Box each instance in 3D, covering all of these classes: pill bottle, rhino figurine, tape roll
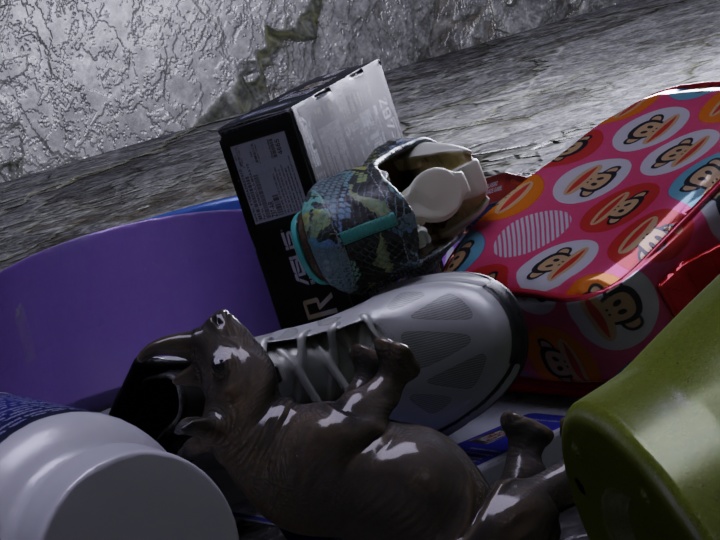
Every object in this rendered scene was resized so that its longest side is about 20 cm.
[{"bbox_3d":[-0.140,0.116,0.897,0.115,0.117,0.199,-20,12,-31],"label":"pill bottle"},{"bbox_3d":[-0.003,0.073,0.859,0.198,0.088,0.060,23,-14,4],"label":"rhino figurine"},{"bbox_3d":[-0.110,0.042,1.126,0.198,0.086,0.200,-13,-16,-4],"label":"tape roll"}]

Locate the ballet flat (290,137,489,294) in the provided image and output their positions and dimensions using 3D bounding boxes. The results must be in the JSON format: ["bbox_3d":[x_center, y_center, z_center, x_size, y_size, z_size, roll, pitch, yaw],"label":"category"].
[{"bbox_3d":[0.030,-0.032,1.021,0.074,0.075,0.200,-10,11,19],"label":"ballet flat"}]

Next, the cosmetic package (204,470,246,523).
[{"bbox_3d":[-0.141,0.120,1.053,0.198,0.051,0.083,-15,10,-8],"label":"cosmetic package"}]

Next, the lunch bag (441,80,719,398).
[{"bbox_3d":[0.151,-0.019,1.014,0.200,0.082,0.176,-40,20,-25],"label":"lunch bag"}]

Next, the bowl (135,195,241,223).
[{"bbox_3d":[-0.060,-0.018,1.260,0.198,0.040,0.201,-10,-6,-1],"label":"bowl"}]

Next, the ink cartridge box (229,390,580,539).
[{"bbox_3d":[0.038,0.101,0.965,0.199,0.040,0.099,-19,12,-33],"label":"ink cartridge box"}]

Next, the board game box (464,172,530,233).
[{"bbox_3d":[0.147,-0.023,1.235,0.198,0.020,0.103,12,-13,-24],"label":"board game box"}]

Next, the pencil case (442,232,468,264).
[{"bbox_3d":[0.116,0.017,1.184,0.199,0.084,0.086,-6,41,41],"label":"pencil case"}]

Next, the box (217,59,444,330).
[{"bbox_3d":[0.000,0.000,1.085,0.043,0.202,0.160,-15,10,20],"label":"box"}]

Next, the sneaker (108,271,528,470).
[{"bbox_3d":[-0.027,0.057,0.924,0.199,0.076,0.115,-19,-5,27],"label":"sneaker"}]

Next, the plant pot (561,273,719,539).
[{"bbox_3d":[0.176,0.058,0.666,0.192,0.202,0.200,-28,13,-10],"label":"plant pot"}]
